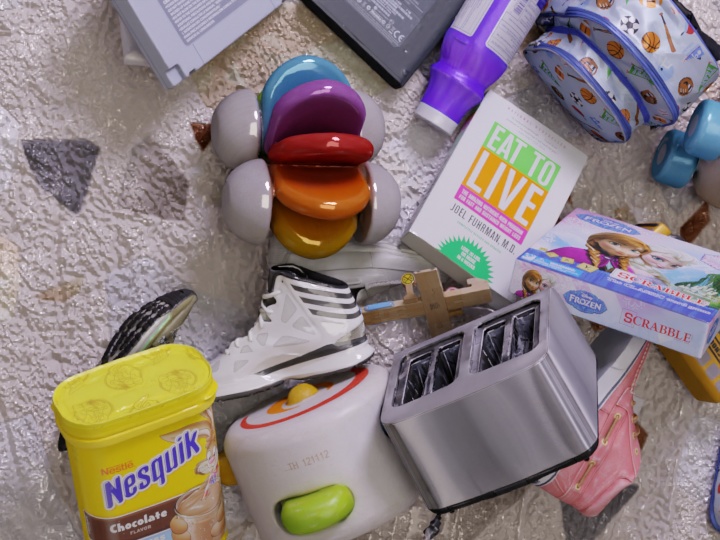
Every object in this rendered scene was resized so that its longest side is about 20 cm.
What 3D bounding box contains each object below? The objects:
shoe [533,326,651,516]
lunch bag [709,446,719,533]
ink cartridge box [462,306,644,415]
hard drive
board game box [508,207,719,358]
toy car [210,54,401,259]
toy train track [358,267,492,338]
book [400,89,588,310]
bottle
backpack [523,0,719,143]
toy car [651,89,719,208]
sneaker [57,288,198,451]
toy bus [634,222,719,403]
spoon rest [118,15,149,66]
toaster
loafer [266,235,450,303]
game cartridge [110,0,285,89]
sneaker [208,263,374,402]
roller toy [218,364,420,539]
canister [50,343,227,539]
[{"bbox_3d":[0.249,0.145,1.542,0.091,0.071,0.201,35,85,-17],"label":"shoe"},{"bbox_3d":[0.499,0.239,1.744,0.199,0.076,0.162,12,84,-17],"label":"lunch bag"},{"bbox_3d":[0.181,0.113,1.615,0.199,0.116,0.068,31,82,-15],"label":"ink cartridge box"},{"bbox_3d":[0.051,-0.311,1.613,0.139,0.033,0.200,41,79,-14],"label":"hard drive"},{"bbox_3d":[0.276,0.007,1.556,0.199,0.199,0.041,19,114,19],"label":"board game box"},{"bbox_3d":[-0.047,-0.120,1.502,0.174,0.150,0.201,-1,60,-17],"label":"toy car"},{"bbox_3d":[0.031,0.031,1.553,0.198,0.115,0.033,-11,51,5],"label":"toy train track"},{"bbox_3d":[0.139,-0.074,1.609,0.133,0.048,0.201,35,62,-10],"label":"book"},{"bbox_3d":[0.126,-0.238,1.611,0.065,0.083,0.201,32,93,28],"label":"bottle"},{"bbox_3d":[0.274,-0.226,1.605,0.200,0.190,0.154,42,79,-15],"label":"backpack"},{"bbox_3d":[0.442,-0.175,1.683,0.183,0.177,0.201,18,72,-6],"label":"toy car"},{"bbox_3d":[-0.212,0.110,1.516,0.088,0.077,0.201,37,86,-25],"label":"sneaker"},{"bbox_3d":[0.352,0.044,1.698,0.078,0.065,0.200,-40,102,-12],"label":"toy bus"},{"bbox_3d":[-0.217,-0.292,1.520,0.099,0.061,0.202,4,76,-19],"label":"spoon rest"},{"bbox_3d":[0.123,0.125,1.443,0.180,0.200,0.119,-25,110,19],"label":"toaster"},{"bbox_3d":[0.000,0.000,1.585,0.198,0.070,0.070,4,104,-17],"label":"loafer"},{"bbox_3d":[-0.158,-0.280,1.499,0.200,0.040,0.134,-45,115,-39],"label":"game cartridge"},{"bbox_3d":[-0.094,0.055,1.521,0.199,0.076,0.116,-15,98,10],"label":"sneaker"},{"bbox_3d":[-0.036,0.176,1.510,0.182,0.200,0.141,-27,99,-27],"label":"roller toy"},{"bbox_3d":[-0.202,0.187,1.462,0.148,0.087,0.201,-19,126,-22],"label":"canister"}]
